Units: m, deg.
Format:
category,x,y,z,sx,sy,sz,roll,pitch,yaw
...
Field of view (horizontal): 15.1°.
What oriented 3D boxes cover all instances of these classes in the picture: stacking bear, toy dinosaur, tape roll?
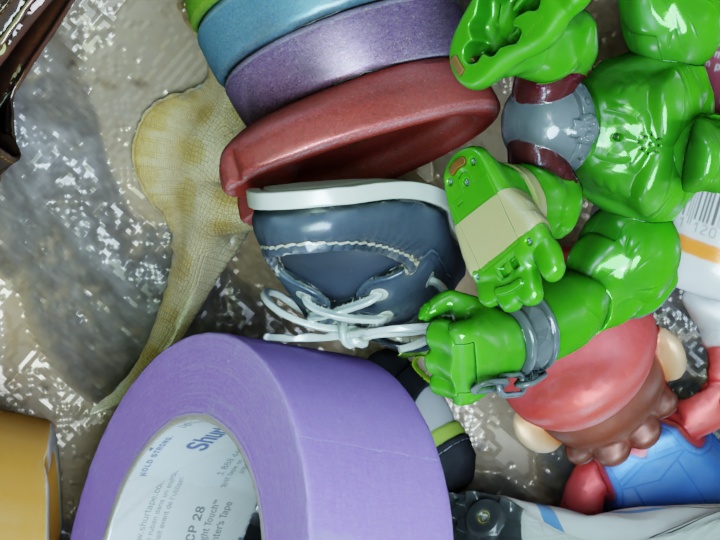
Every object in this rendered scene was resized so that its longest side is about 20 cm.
category,x,y,z,sx,sy,sz,roll,pitch,yaw
stacking bear,-0.029,-0.135,1.063,0.113,0.121,0.201,-20,81,0
toy dinosaur,-0.052,-0.031,1.148,0.100,0.058,0.201,12,99,13
tape roll,-0.044,0.127,1.044,0.065,0.200,0.201,12,108,-30

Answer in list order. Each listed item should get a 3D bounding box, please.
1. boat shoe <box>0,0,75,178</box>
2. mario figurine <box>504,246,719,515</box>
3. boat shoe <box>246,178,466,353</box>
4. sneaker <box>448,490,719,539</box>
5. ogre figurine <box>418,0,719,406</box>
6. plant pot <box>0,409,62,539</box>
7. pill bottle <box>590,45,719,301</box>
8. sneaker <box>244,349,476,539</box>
category,x,y,z,sx,sy,sz,roll,pitch,yaw
boat shoe,-0.172,-0.063,1.122,0.070,0.070,0.201,26,104,-3
mario figurine,0.124,0.068,1.168,0.123,0.106,0.200,-45,116,-25
boat shoe,0.000,0.000,1.047,0.074,0.200,0.062,3,86,9
sneaker,0.099,0.129,1.106,0.199,0.073,0.072,1,70,17
ogre figurine,0.086,-0.054,1.009,0.098,0.119,0.201,-6,86,43
plant pot,-0.216,0.126,1.114,0.182,0.200,0.202,-1,106,-4
pill bottle,0.172,-0.093,1.087,0.113,0.114,0.201,15,105,-4
sneaker,-0.043,0.097,1.180,0.199,0.072,0.083,-29,83,6
